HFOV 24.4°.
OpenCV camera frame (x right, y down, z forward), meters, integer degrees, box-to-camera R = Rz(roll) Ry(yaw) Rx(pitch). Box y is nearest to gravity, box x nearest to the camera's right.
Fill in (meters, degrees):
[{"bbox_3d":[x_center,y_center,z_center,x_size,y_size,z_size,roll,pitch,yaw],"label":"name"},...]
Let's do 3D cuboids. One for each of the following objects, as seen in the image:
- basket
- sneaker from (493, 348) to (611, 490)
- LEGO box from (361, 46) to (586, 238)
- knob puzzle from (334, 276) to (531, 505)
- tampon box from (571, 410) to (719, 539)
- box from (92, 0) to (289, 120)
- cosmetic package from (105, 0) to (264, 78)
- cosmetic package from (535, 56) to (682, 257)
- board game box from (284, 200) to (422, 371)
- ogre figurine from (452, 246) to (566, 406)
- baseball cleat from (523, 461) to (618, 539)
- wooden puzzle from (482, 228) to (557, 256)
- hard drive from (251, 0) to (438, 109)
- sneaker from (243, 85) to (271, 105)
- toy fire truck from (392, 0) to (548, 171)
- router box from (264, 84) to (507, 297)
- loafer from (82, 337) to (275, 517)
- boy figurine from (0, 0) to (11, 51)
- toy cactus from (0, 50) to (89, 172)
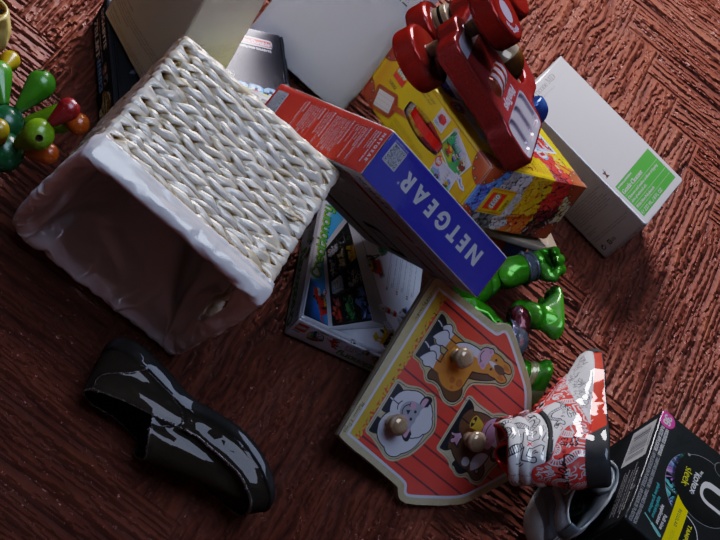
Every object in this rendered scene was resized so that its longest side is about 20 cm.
[{"bbox_3d":[-0.160,-0.062,1.442,0.200,0.198,0.161,39,58,-13],"label":"basket"},{"bbox_3d":[0.180,0.136,1.577,0.107,0.068,0.202,-2,29,7],"label":"sneaker"},{"bbox_3d":[0.114,-0.133,1.697,0.149,0.077,0.200,8,39,-43],"label":"LEGO box"},{"bbox_3d":[0.094,0.135,1.563,0.219,0.030,0.221,-3,96,-31],"label":"knob puzzle"},{"bbox_3d":[0.315,0.270,1.622,0.200,0.126,0.150,37,47,-8],"label":"tampon box"},{"bbox_3d":[-0.161,-0.162,1.641,0.199,0.050,0.199,10,57,-29],"label":"box"},{"bbox_3d":[-0.154,-0.265,1.545,0.081,0.200,0.113,-15,68,-38],"label":"cosmetic package"},{"bbox_3d":[0.250,-0.128,1.876,0.200,0.085,0.108,45,49,-2],"label":"cosmetic package"},{"bbox_3d":[0.000,0.000,1.650,0.126,0.035,0.201,25,49,-19],"label":"board game box"},{"bbox_3d":[0.137,0.065,1.652,0.119,0.098,0.201,16,97,-19],"label":"ogre figurine"},{"bbox_3d":[0.218,0.186,1.623,0.070,0.106,0.201,34,47,-19],"label":"baseball cleat"},{"bbox_3d":[0.107,-0.086,1.750,0.199,0.046,0.186,21,31,-27],"label":"wooden puzzle"},{"bbox_3d":[-0.006,-0.279,1.724,0.132,0.200,0.026,41,24,-4],"label":"hard drive"},{"bbox_3d":[-0.104,-0.139,1.584,0.200,0.090,0.078,27,86,-42],"label":"sneaker"},{"bbox_3d":[0.126,-0.199,1.637,0.168,0.112,0.200,57,23,-16],"label":"toy fire truck"},{"bbox_3d":[0.017,-0.073,1.525,0.049,0.179,0.200,-52,131,-8],"label":"router box"},{"bbox_3d":[-0.161,0.148,1.423,0.200,0.073,0.071,40,51,6],"label":"loafer"},{"bbox_3d":[-0.415,-0.254,1.518,0.199,0.064,0.125,30,45,-11],"label":"boy figurine"},{"bbox_3d":[-0.326,-0.114,1.435,0.165,0.200,0.102,-51,131,-9],"label":"toy cactus"}]
